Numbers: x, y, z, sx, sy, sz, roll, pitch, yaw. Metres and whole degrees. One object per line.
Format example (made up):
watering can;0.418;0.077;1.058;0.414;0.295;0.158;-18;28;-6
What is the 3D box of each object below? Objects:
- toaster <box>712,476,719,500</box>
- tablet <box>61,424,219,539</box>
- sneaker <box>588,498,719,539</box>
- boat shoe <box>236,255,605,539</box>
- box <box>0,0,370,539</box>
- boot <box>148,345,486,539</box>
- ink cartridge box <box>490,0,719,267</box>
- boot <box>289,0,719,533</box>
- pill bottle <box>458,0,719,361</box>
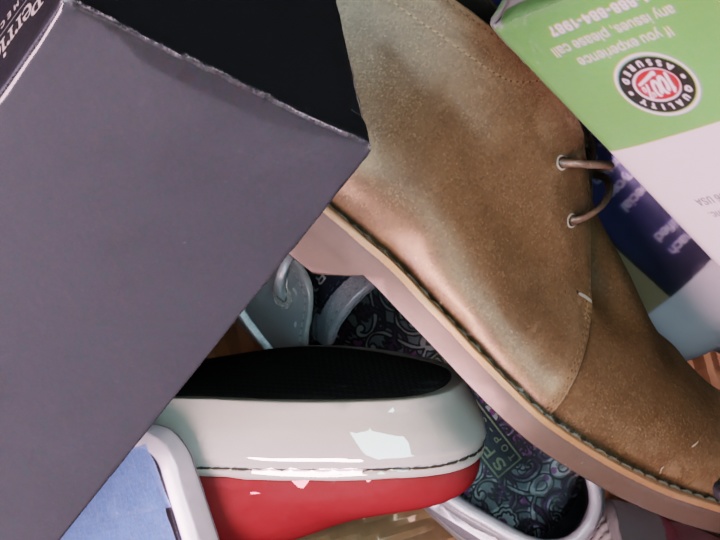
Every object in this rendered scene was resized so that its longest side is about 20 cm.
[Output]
toaster;0.175;0.115;0.645;0.114;0.129;0.200;-51;126;-44
tablet;-0.110;0.120;0.716;0.199;0.014;0.131;-15;93;30
sneaker;0.105;0.127;0.716;0.104;0.200;0.076;24;106;-4
boat shoe;0.000;0.001;0.763;0.070;0.072;0.201;-43;96;-7
box;-0.090;-0.013;0.622;0.079;0.141;0.200;23;122;-28
boot;-0.050;0.098;0.725;0.199;0.072;0.145;-8;93;28
ink cartridge box;0.154;-0.034;0.641;0.200;0.146;0.084;44;56;-23
boot;0.044;-0.007;0.685;0.200;0.074;0.076;38;99;-18
pill bottle;0.077;-0.045;0.756;0.200;0.111;0.111;41;84;-7
